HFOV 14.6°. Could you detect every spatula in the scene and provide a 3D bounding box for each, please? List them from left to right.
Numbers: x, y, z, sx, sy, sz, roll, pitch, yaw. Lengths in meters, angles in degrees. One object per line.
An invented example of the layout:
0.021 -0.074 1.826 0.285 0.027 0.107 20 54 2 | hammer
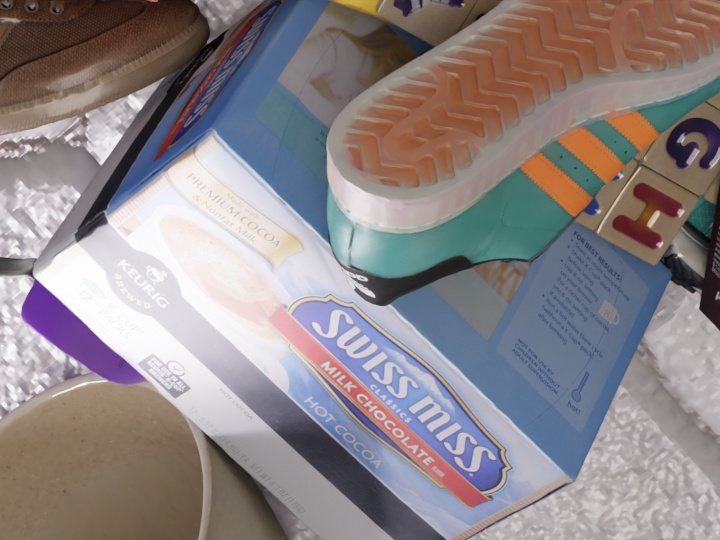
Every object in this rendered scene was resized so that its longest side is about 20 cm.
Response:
-0.168 -0.008 1.179 0.199 0.057 0.021 23 139 10 | spatula

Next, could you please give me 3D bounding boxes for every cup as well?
-0.095 0.165 1.188 0.200 0.201 0.143 -39 128 14 | cup

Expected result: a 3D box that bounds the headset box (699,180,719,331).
0.224 -0.063 1.083 0.148 0.077 0.201 -2 112 -17 | headset box

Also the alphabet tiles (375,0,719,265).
0.109 -0.097 1.076 0.199 0.006 0.167 27 102 -28 | alphabet tiles

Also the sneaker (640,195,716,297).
0.161 -0.023 1.175 0.200 0.077 0.080 34 87 -15 | sneaker

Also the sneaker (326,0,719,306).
0.068 -0.054 1.037 0.199 0.071 0.080 -27 149 -24 | sneaker

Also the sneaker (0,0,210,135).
-0.164 -0.095 1.146 0.199 0.070 0.076 -14 108 6 | sneaker

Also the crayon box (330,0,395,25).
0.046 -0.191 1.065 0.125 0.052 0.201 20 107 -5 | crayon box

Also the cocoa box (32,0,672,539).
0.000 0.000 1.121 0.200 0.134 0.131 44 135 -13 | cocoa box
